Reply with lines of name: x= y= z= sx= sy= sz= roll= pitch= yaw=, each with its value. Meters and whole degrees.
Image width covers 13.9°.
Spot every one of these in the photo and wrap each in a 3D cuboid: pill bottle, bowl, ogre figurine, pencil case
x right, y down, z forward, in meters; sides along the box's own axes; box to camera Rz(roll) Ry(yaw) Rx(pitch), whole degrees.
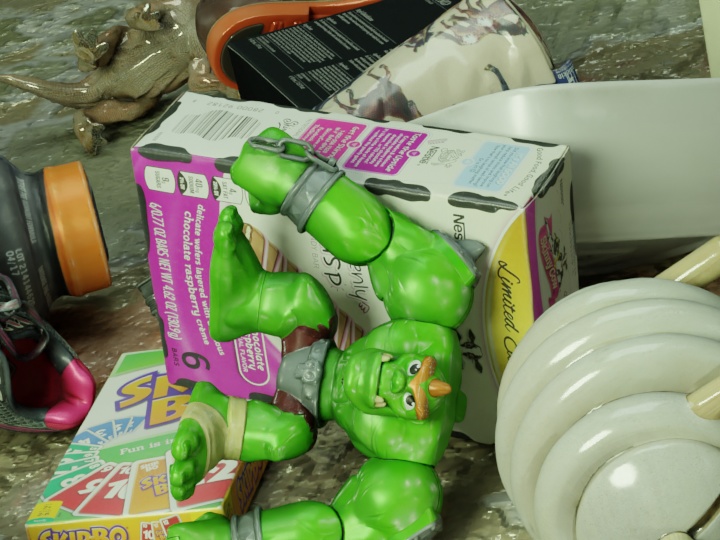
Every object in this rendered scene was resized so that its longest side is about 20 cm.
pill bottle: x=-0.236 y=-0.002 z=1.592 sx=0.199 sy=0.107 sz=0.106 roll=-14 pitch=22 yaw=-5
bowl: x=0.101 y=-0.040 z=1.455 sx=0.199 sy=0.075 sz=0.199 roll=-2 pitch=-8 yaw=-33
ogre figurine: x=-0.013 y=0.045 z=1.291 sx=0.119 sy=0.098 sz=0.201 roll=8 pitch=64 yaw=5
pencil case: x=0.019 y=-0.064 z=1.576 sx=0.200 sy=0.090 sz=0.078 roll=-36 pitch=9 yaw=-9

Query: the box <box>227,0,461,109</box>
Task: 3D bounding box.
box: x=0.020 y=-0.095 z=1.722 sx=0.141 sy=0.079 sz=0.200 roll=-19 pitch=22 yaw=-11

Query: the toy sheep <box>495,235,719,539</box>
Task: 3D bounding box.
toy sheep: x=0.120 y=0.068 z=1.201 sx=0.137 sy=0.138 sz=0.200 roll=-11 pitch=27 yaw=4

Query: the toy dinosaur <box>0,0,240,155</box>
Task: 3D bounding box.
toy dinosaur: x=-0.130 y=-0.140 z=1.919 sx=0.199 sy=0.086 sz=0.136 roll=-21 pitch=12 yaw=11

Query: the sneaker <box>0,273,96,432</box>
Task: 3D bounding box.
sneaker: x=-0.203 y=0.017 z=1.433 sx=0.074 sy=0.200 sz=0.081 roll=12 pitch=73 yaw=39

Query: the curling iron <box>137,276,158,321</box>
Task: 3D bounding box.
curling iron: x=-0.084 y=0.001 z=1.590 sx=0.026 sy=0.050 sz=0.200 roll=-38 pitch=9 yaw=13

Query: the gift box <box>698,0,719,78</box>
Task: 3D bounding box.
gift box: x=0.296 y=-0.162 z=1.594 sx=0.199 sy=0.187 sz=0.185 roll=-3 pitch=24 yaw=24

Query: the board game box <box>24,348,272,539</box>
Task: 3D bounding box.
board game box: x=-0.088 y=0.080 z=1.422 sx=0.095 sy=0.030 sz=0.200 roll=-6 pitch=20 yaw=13

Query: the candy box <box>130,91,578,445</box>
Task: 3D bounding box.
candy box: x=0.000 y=0.000 z=1.376 sx=0.199 sy=0.137 sz=0.061 roll=8 pitch=35 yaw=23

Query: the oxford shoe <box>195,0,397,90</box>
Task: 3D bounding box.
oxford shoe: x=-0.006 y=-0.158 z=1.850 sx=0.199 sy=0.071 sz=0.073 roll=-1 pitch=32 yaw=-22
